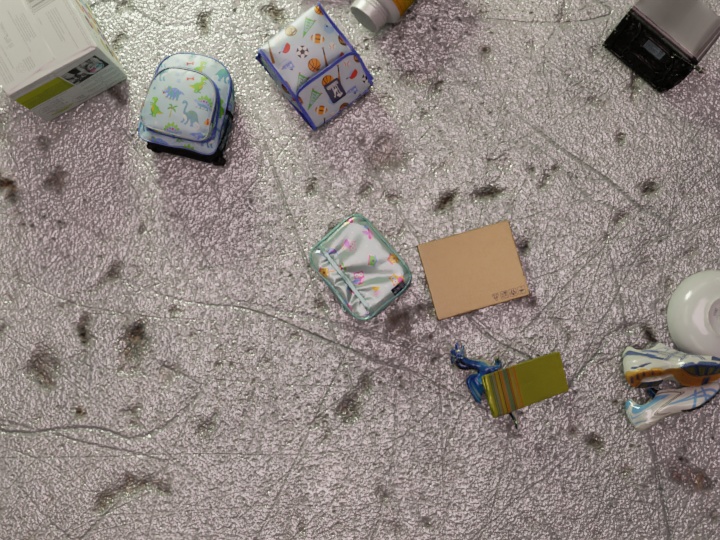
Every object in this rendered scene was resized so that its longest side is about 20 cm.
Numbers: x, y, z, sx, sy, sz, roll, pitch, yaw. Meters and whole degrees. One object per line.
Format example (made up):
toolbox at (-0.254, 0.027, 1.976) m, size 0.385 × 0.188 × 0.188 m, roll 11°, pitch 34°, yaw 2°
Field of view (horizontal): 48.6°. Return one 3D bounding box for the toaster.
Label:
toaster at (0.614, -0.467, 1.611) m, size 0.200 × 0.181 × 0.119 m, roll 42°, pitch 85°, yaw 5°

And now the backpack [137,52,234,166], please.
backpack at (-0.347, -0.339, 1.625) m, size 0.182 × 0.147 × 0.201 m, roll 13°, pitch 82°, yaw -1°

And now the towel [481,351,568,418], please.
towel at (0.330, 0.225, 1.590) m, size 0.199 × 0.018 × 0.087 m, roll -13°, pitch 89°, yaw -29°

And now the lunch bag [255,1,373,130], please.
lunch bag at (-0.091, -0.416, 1.645) m, size 0.170 × 0.124 × 0.200 m, roll -37°, pitch 99°, yaw -3°

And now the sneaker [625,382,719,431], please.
sneaker at (0.629, 0.258, 1.602) m, size 0.199 × 0.072 × 0.073 m, roll -19°, pitch 72°, yaw -6°

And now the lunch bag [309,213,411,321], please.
lunch bag at (0.000, 0.000, 1.624) m, size 0.160 × 0.077 × 0.200 m, roll -39°, pitch 86°, yaw -3°

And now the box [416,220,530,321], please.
box at (0.233, -0.001, 1.650) m, size 0.199 × 0.021 × 0.165 m, roll -15°, pitch 85°, yaw -1°

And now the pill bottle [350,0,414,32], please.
pill bottle at (0.071, -0.597, 1.662) m, size 0.109 × 0.109 × 0.200 m, roll 39°, pitch 86°, yaw 4°

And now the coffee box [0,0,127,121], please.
coffee box at (-0.628, -0.453, 1.611) m, size 0.199 × 0.198 × 0.200 m, roll -30°, pitch 86°, yaw 0°

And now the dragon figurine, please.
dragon figurine at (0.247, 0.234, 1.610) m, size 0.099 × 0.059 × 0.201 m, roll -19°, pitch 84°, yaw -1°

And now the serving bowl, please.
serving bowl at (0.731, 0.096, 1.616) m, size 0.199 × 0.066 × 0.202 m, roll 0°, pitch 84°, yaw 1°

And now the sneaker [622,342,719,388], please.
sneaker at (0.626, 0.179, 1.597) m, size 0.198 × 0.076 × 0.088 m, roll -1°, pitch 43°, yaw 2°
